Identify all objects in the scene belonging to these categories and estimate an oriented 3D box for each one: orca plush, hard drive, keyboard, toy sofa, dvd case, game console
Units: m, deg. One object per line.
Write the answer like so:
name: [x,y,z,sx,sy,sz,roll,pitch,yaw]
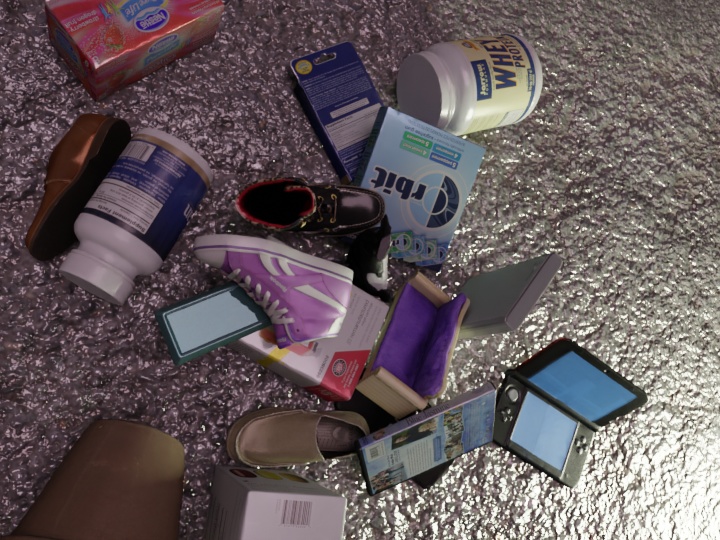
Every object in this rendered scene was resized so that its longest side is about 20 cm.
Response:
orca plush: [0.000,0.000,0.801,0.071,0.200,0.106,-17,85,-12]
hard drive: [0.189,0.044,0.866,0.026,0.200,0.132,45,66,-8]
keyboard: [0.060,0.222,0.876,0.104,0.040,0.200,-46,101,0]
toy sofa: [0.076,0.095,0.828,0.083,0.098,0.201,38,45,-11]
dvd case: [0.093,0.233,0.809,0.199,0.143,0.018,-21,47,-10]
game console: [0.326,0.230,0.936,0.199,0.119,0.173,33,69,-14]

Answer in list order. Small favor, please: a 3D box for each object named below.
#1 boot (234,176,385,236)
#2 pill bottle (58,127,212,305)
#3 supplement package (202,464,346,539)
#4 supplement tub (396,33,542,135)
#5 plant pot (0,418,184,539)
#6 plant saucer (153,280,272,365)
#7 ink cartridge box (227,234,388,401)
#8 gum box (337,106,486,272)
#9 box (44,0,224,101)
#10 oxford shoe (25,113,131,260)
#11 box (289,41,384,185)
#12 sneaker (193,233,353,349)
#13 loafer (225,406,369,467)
boot: [-0.063,-0.083,0.777,0.198,0.151,0.074,4,93,-1]
pill bottle: [-0.276,-0.064,0.731,0.111,0.111,0.201,31,70,-15]
supplement package: [-0.108,0.297,0.686,0.113,0.200,0.111,13,76,-22]
supplement tub: [0.173,-0.295,0.954,0.199,0.145,0.146,-18,87,-26]
plant pot: [-0.271,0.266,0.646,0.199,0.200,0.176,24,52,-18]
plant saucer: [-0.144,0.044,0.729,0.199,0.019,0.070,-23,89,-25]
ink cartridge box: [-0.083,0.068,0.806,0.199,0.083,0.146,31,69,-15]
gum box: [0.075,-0.118,0.891,0.169,0.045,0.202,17,98,-20]
box: [-0.293,-0.326,0.782,0.200,0.095,0.103,-39,97,-25]
oxford shoe: [-0.362,-0.106,0.738,0.071,0.071,0.201,18,71,10]
box: [-0.020,-0.245,0.921,0.121,0.032,0.201,-29,94,-26]
sneaker: [-0.106,0.029,0.700,0.199,0.073,0.115,17,76,-18]
loafer: [-0.076,0.217,0.786,0.198,0.068,0.076,-2,81,-20]
